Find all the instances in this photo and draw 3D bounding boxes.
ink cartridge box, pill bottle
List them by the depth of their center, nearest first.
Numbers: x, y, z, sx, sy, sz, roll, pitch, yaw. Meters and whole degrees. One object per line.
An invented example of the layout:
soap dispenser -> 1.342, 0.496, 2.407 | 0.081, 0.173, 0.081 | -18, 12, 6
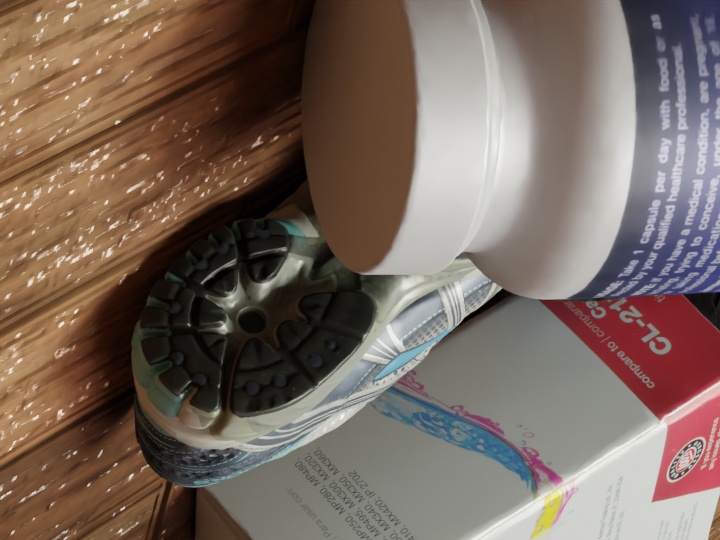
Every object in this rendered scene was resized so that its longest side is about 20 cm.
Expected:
pill bottle -> 0.089, -0.049, 0.868 | 0.199, 0.116, 0.116 | -3, 133, -22
ink cartridge box -> 0.037, 0.098, 1.068 | 0.199, 0.083, 0.146 | -29, 149, -25

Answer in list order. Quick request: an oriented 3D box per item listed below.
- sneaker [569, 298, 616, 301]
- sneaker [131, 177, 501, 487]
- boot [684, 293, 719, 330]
sneaker -> 0.139, -0.024, 1.026 | 0.078, 0.199, 0.076 | -44, 142, -65
sneaker -> 0.000, 0.000, 0.931 | 0.200, 0.078, 0.086 | -32, 162, -30
boot -> 0.172, -0.013, 1.142 | 0.132, 0.069, 0.200 | -67, -159, 6
